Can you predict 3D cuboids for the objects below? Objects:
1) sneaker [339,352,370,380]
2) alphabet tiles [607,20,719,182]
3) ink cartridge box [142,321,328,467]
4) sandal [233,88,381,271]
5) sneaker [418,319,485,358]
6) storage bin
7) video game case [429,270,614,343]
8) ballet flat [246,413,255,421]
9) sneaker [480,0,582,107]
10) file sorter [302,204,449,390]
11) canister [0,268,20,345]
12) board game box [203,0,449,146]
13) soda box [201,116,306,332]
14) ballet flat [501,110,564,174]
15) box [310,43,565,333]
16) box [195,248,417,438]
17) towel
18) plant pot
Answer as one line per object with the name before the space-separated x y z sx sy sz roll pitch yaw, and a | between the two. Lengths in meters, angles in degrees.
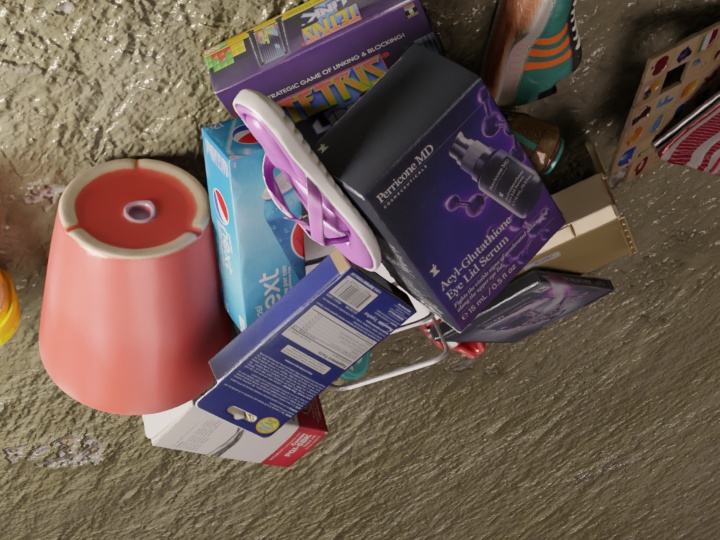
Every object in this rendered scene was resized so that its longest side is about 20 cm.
sneaker | -0.012 0.054 1.510 0.077 0.080 0.202 -25 138 -23
alphabet tiles | 0.330 -0.176 1.397 0.166 0.008 0.201 -29 152 -24
ink cartridge box | -0.147 0.128 1.533 0.199 0.148 0.083 16 134 -42
sandal | -0.054 -0.066 1.144 0.050 0.082 0.203 -44 122 -12
sneaker | 0.090 0.044 1.579 0.073 0.088 0.199 -35 143 23
storage bin | 0.179 -0.040 1.449 0.198 0.095 0.198 -24 162 10
video game case | 0.183 0.043 1.514 0.142 0.019 0.199 -31 160 28
ballet flat | -0.100 0.092 1.392 0.046 0.067 0.201 -21 143 -32
sneaker | 0.171 -0.226 1.253 0.079 0.072 0.201 -8 153 -16
file sorter | 0.000 0.000 1.361 0.137 0.125 0.202 -16 113 -1
canister | -0.422 0.000 1.280 0.147 0.087 0.201 -16 145 -3
board game box | -0.019 -0.174 1.246 0.198 0.057 0.166 -24 147 9
soda box | -0.093 -0.039 1.236 0.067 0.064 0.202 -19 130 -21
ballet flat | 0.136 -0.129 1.325 0.072 0.200 0.068 27 95 -11
box | 0.068 -0.071 1.209 0.148 0.104 0.200 -46 131 -7
box | -0.055 0.072 1.271 0.200 0.033 0.121 -42 142 12
towel | 0.409 -0.155 1.462 0.144 0.023 0.199 -40 154 28
plant pot | -0.214 0.005 1.304 0.198 0.202 0.179 -7 135 -16
